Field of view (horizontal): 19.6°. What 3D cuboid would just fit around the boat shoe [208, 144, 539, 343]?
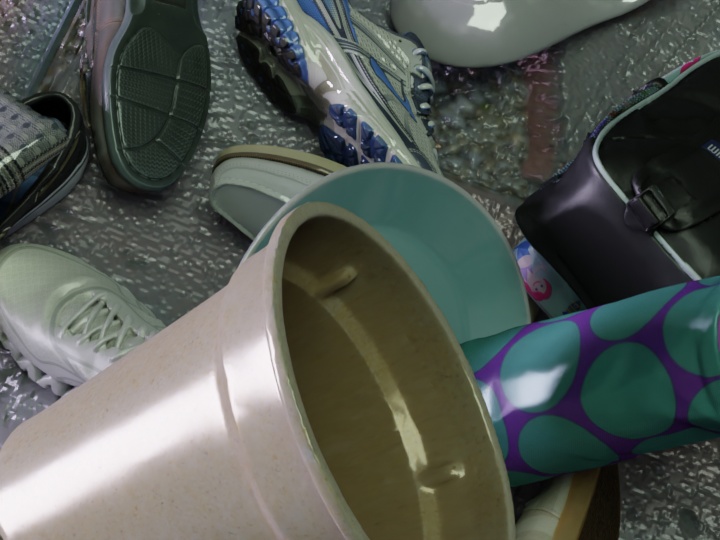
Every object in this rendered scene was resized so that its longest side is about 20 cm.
[{"bbox_3d":[0.000,0.000,1.150,0.200,0.075,0.068,27,61,0],"label":"boat shoe"}]

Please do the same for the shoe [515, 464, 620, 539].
[{"bbox_3d":[0.094,0.146,1.080,0.053,0.070,0.200,2,28,19],"label":"shoe"}]

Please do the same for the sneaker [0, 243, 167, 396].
[{"bbox_3d":[-0.120,0.048,1.105,0.200,0.081,0.075,39,67,10],"label":"sneaker"}]

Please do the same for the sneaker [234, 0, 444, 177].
[{"bbox_3d":[0.015,-0.097,1.198,0.085,0.077,0.200,-29,74,-25],"label":"sneaker"}]

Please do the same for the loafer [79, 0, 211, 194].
[{"bbox_3d":[-0.129,-0.132,1.205,0.072,0.063,0.200,19,63,-37],"label":"loafer"}]

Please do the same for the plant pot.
[{"bbox_3d":[-0.058,0.097,0.940,0.183,0.200,0.201,-25,67,22],"label":"plant pot"}]

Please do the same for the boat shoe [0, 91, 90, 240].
[{"bbox_3d":[-0.223,-0.027,1.126,0.200,0.066,0.070,-40,78,-23],"label":"boat shoe"}]

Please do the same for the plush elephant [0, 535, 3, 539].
[{"bbox_3d":[-0.199,0.171,1.007,0.200,0.155,0.165,7,105,27],"label":"plush elephant"}]

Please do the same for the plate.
[{"bbox_3d":[0.005,0.044,1.082,0.200,0.026,0.201,-4,96,-35],"label":"plate"}]

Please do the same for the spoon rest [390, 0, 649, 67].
[{"bbox_3d":[0.115,-0.172,1.259,0.200,0.061,0.099,-19,49,-8],"label":"spoon rest"}]

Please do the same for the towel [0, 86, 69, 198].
[{"bbox_3d":[-0.283,-0.057,1.112,0.192,0.035,0.200,-38,50,-20],"label":"towel"}]

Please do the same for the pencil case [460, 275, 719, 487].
[{"bbox_3d":[0.127,0.058,1.029,0.092,0.200,0.085,17,65,-43],"label":"pencil case"}]

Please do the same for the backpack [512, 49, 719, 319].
[{"bbox_3d":[0.195,-0.019,1.141,0.178,0.151,0.200,48,51,3],"label":"backpack"}]
